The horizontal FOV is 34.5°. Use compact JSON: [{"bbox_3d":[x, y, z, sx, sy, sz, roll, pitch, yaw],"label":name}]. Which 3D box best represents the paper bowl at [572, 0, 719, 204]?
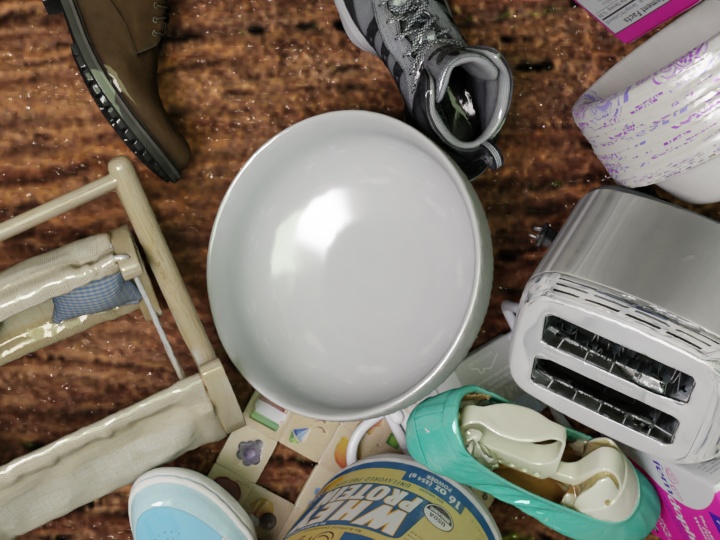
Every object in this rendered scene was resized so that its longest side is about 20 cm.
[{"bbox_3d":[0.251,-0.123,0.780,0.200,0.201,0.105,-38,98,-7],"label":"paper bowl"}]

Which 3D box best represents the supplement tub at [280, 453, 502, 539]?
[{"bbox_3d":[0.001,0.217,0.711,0.143,0.200,0.147,6,109,19],"label":"supplement tub"}]

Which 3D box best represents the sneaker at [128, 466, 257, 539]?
[{"bbox_3d":[-0.099,0.233,0.739,0.079,0.131,0.202,-17,116,9],"label":"sneaker"}]

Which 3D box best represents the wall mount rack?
[{"bbox_3d":[0.097,0.127,0.822,0.199,0.075,0.175,-30,100,-7],"label":"wall mount rack"}]

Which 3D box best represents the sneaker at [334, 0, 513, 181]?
[{"bbox_3d":[0.046,-0.154,0.783,0.075,0.114,0.202,-27,97,-9],"label":"sneaker"}]

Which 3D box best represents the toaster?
[{"bbox_3d":[0.180,0.031,0.743,0.198,0.115,0.129,26,43,19],"label":"toaster"}]

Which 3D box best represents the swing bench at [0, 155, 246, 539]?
[{"bbox_3d":[-0.197,0.060,0.740,0.197,0.130,0.202,-25,98,-9],"label":"swing bench"}]

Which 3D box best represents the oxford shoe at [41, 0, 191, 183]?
[{"bbox_3d":[-0.153,-0.156,0.767,0.084,0.073,0.202,-27,98,-10],"label":"oxford shoe"}]

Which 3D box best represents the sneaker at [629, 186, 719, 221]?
[{"bbox_3d":[0.245,-0.026,0.842,0.198,0.071,0.100,-25,100,3],"label":"sneaker"}]

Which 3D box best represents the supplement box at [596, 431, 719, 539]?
[{"bbox_3d":[0.256,0.139,0.795,0.103,0.200,0.102,-30,98,-8],"label":"supplement box"}]

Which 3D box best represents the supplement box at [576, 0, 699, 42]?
[{"bbox_3d":[0.156,-0.267,0.792,0.199,0.103,0.102,36,74,-12],"label":"supplement box"}]

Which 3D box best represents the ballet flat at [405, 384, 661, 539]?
[{"bbox_3d":[0.125,0.127,0.748,0.198,0.070,0.068,22,60,-16],"label":"ballet flat"}]

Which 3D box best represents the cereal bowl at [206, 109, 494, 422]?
[{"bbox_3d":[0.000,0.000,0.777,0.198,0.083,0.203,-4,81,24],"label":"cereal bowl"}]

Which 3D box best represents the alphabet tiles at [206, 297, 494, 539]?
[{"bbox_3d":[0.004,0.142,0.846,0.199,0.008,0.168,31,87,-11],"label":"alphabet tiles"}]
